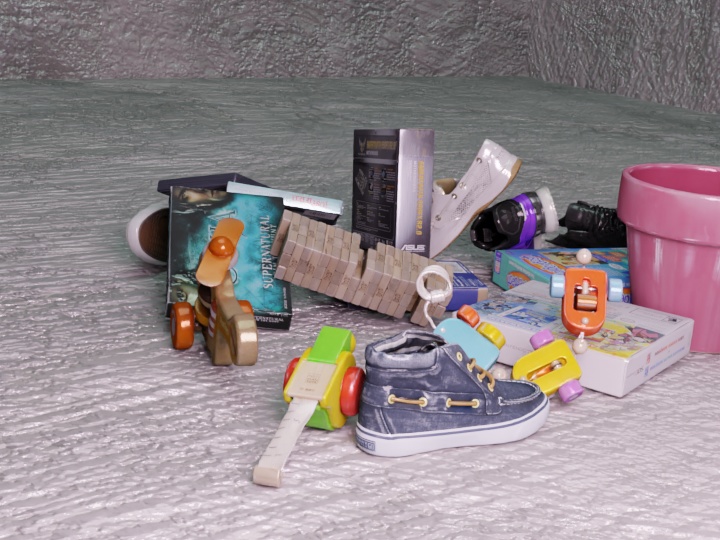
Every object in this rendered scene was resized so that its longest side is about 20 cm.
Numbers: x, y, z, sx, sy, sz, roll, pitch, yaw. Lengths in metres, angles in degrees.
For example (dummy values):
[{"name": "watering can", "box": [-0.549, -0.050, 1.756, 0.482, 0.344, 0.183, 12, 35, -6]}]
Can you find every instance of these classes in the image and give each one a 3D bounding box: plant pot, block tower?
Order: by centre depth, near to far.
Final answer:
[{"name": "block tower", "box": [0.000, 0.000, 1.346, 0.198, 0.054, 0.058, 19, 36, -8]}, {"name": "plant pot", "box": [0.377, -0.014, 1.374, 0.197, 0.181, 0.200, 4, 16, -1]}]

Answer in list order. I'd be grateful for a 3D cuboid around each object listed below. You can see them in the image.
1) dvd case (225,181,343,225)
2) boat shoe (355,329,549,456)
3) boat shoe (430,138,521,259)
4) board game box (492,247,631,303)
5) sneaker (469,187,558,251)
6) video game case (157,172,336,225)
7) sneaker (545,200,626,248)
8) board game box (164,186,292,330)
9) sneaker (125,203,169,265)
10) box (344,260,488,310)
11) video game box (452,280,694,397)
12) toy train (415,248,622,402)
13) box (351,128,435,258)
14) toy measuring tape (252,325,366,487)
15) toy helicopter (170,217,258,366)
[{"name": "dvd case", "box": [-0.107, -0.071, 1.574, 0.144, 0.022, 0.200, 9, -9, -8]}, {"name": "boat shoe", "box": [0.087, 0.097, 1.057, 0.198, 0.092, 0.071, -6, 18, -34]}, {"name": "boat shoe", "box": [0.117, -0.089, 1.567, 0.069, 0.200, 0.071, 40, 29, -5]}, {"name": "board game box", "box": [0.282, 0.012, 1.512, 0.197, 0.046, 0.152, -1, 16, -19]}, {"name": "sneaker", "box": [0.185, -0.053, 1.590, 0.098, 0.070, 0.200, -16, -13, -6]}, {"name": "video game case", "box": [-0.146, -0.088, 1.617, 0.142, 0.019, 0.199, -2, -13, 39]}, {"name": "sneaker", "box": [0.322, -0.059, 1.673, 0.103, 0.061, 0.200, 21, -12, 1]}, {"name": "board game box", "box": [-0.147, -0.017, 1.363, 0.133, 0.028, 0.201, 5, 40, -12]}, {"name": "sneaker", "box": [-0.257, -0.046, 1.550, 0.084, 0.074, 0.200, 0, 5, 17]}, {"name": "box", "box": [0.038, 0.015, 1.456, 0.197, 0.033, 0.121, 3, 15, -12]}, {"name": "video game box", "box": [0.223, 0.066, 1.297, 0.198, 0.047, 0.181, 15, 17, 34]}, {"name": "toy train", "box": [0.150, 0.057, 1.184, 0.197, 0.152, 0.056, 1, -24, 1]}, {"name": "box", "box": [0.038, -0.103, 1.593, 0.048, 0.161, 0.200, 1, 5, -17]}, {"name": "toy measuring tape", "box": [-0.041, 0.123, 1.029, 0.073, 0.074, 0.201, 8, 38, 15]}, {"name": "toy helicopter", "box": [-0.125, 0.030, 1.164, 0.078, 0.134, 0.200, -1, 16, -18]}]
